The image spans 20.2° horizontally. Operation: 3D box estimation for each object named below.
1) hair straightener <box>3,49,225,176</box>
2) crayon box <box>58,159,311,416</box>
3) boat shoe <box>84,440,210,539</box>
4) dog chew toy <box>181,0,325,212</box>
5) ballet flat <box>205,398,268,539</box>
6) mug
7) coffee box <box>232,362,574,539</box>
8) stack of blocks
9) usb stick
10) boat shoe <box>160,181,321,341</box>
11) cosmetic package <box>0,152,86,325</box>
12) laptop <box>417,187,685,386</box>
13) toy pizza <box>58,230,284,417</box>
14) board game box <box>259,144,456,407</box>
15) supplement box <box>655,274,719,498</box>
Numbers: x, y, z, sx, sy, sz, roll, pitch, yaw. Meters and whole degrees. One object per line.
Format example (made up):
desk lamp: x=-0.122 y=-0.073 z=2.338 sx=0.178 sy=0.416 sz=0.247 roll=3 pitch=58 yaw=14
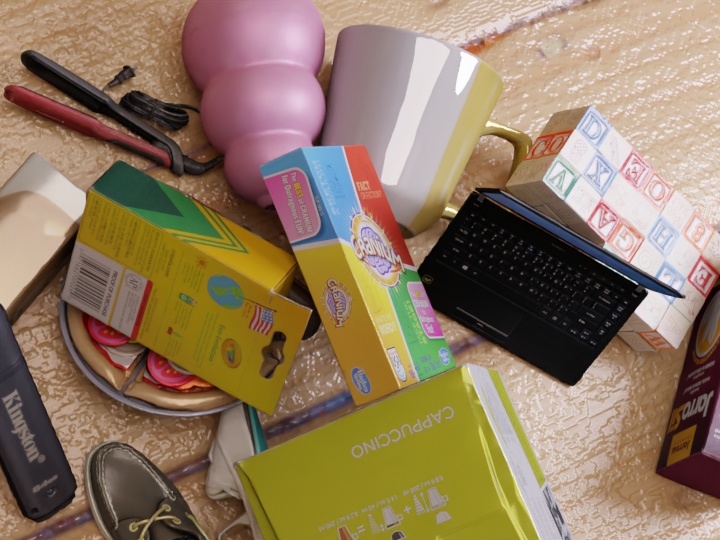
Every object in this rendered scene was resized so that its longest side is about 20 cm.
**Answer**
hair straightener: x=-0.199 y=-0.143 z=1.726 sx=0.200 sy=0.041 sz=0.077 roll=23 pitch=71 yaw=-8
crayon box: x=-0.130 y=0.015 z=1.586 sx=0.200 sy=0.127 sz=0.051 roll=30 pitch=42 yaw=8
boat shoe: x=-0.157 y=0.223 z=1.628 sx=0.072 sy=0.060 sz=0.202 roll=-28 pitch=84 yaw=-20
dog chew toy: x=-0.084 y=-0.147 z=1.710 sx=0.124 sy=0.125 sz=0.200 roll=-4 pitch=72 yaw=-16
ballet flat: x=-0.092 y=0.194 z=1.657 sx=0.069 sy=0.069 sz=0.200 roll=-16 pitch=81 yaw=-18
mug: x=0.047 y=-0.107 z=1.729 sx=0.186 sy=0.149 sz=0.153 roll=16 pitch=79 yaw=9
coffee box: x=0.046 y=0.202 z=1.581 sx=0.199 sy=0.198 sz=0.200 roll=-24 pitch=81 yaw=9
stack of blocks: x=0.222 y=-0.035 z=1.768 sx=0.200 sy=0.059 sz=0.115 roll=43 pitch=68 yaw=-21
usb stick: x=-0.273 y=0.111 z=1.581 sx=0.055 sy=0.033 sz=0.200 roll=-39 pitch=129 yaw=-31
boat shoe: x=-0.112 y=-0.015 z=1.642 sx=0.200 sy=0.076 sz=0.072 roll=31 pitch=48 yaw=4
cosmetic package: x=-0.302 y=0.011 z=1.625 sx=0.071 sy=0.105 sz=0.200 roll=38 pitch=71 yaw=-1
laptop: x=0.149 y=0.018 z=1.680 sx=0.177 sy=0.200 sz=0.103 roll=30 pitch=36 yaw=-6
toy pizza: x=-0.149 y=0.028 z=1.671 sx=0.200 sy=0.032 sz=0.200 roll=4 pitch=59 yaw=-7
board game box: x=0.000 y=0.000 z=1.594 sx=0.040 sy=0.153 sz=0.200 roll=-24 pitch=87 yaw=19
supplement box: x=0.339 y=0.092 z=1.769 sx=0.086 sy=0.110 sz=0.200 roll=21 pitch=71 yaw=-8
